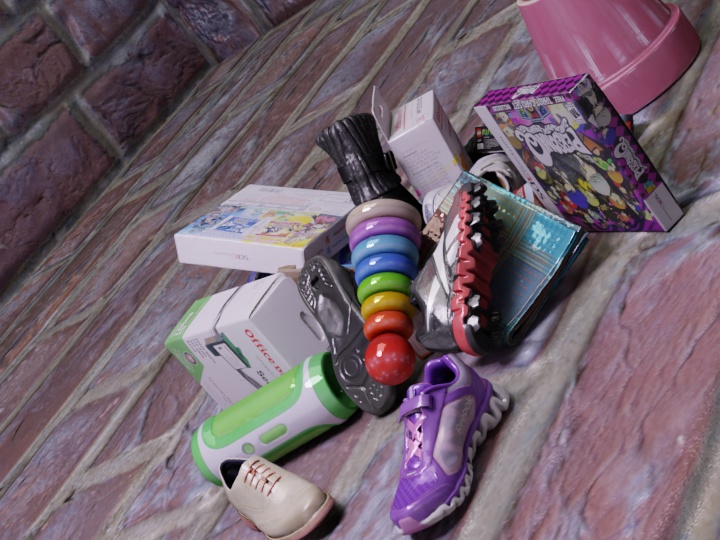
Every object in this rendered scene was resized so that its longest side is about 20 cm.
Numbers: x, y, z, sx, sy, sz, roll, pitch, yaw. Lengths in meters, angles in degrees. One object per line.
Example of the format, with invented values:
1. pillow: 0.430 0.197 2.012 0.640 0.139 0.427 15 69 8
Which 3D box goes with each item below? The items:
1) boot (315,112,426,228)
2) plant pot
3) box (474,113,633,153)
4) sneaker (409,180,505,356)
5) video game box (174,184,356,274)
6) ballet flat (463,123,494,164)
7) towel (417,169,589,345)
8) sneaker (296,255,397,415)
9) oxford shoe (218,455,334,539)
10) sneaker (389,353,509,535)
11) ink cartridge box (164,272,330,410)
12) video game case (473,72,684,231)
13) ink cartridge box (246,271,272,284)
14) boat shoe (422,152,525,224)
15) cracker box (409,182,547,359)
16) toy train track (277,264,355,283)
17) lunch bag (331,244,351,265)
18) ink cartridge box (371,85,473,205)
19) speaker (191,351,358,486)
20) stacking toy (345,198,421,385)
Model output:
1. boot: 0.020 -0.111 1.835 0.079 0.159 0.211 -31 -8 3
2. plant pot: 0.297 -0.304 1.843 0.199 0.179 0.200 -35 19 14
3. box: 0.232 -0.166 1.784 0.109 0.035 0.200 -5 4 -24
4. sneaker: 0.096 0.000 1.523 0.097 0.071 0.203 -14 57 32
5. video game box: -0.108 -0.054 1.890 0.198 0.047 0.182 7 25 30
6. ballet flat: 0.174 -0.181 1.926 0.200 0.066 0.057 -45 43 40
7. towel: 0.135 -0.017 1.566 0.199 0.022 0.147 33 86 46
8. sneaker: 0.011 0.075 1.645 0.076 0.114 0.201 -46 53 24
9. oxford shoe: -0.096 0.234 1.521 0.071 0.074 0.199 -48 19 -24
10. sneaker: 0.066 0.154 1.359 0.080 0.089 0.201 -22 26 40
11. ink cartridge box: -0.126 0.097 1.798 0.199 0.146 0.085 -18 29 51
12. video game case: 0.225 -0.118 1.536 0.036 0.182 0.199 -44 18 -17
13. ink cartridge box: -0.137 0.029 2.016 0.198 0.047 0.202 -82 17 -67
14. boat shoe: 0.156 -0.097 1.766 0.069 0.072 0.199 -8 11 40
15. cracker box: 0.131 -0.001 1.651 0.199 0.058 0.134 -35 20 19
16. toy train track: 0.000 0.000 1.756 0.197 0.116 0.033 -3 26 6
17. lunch bag: -0.027 -0.003 1.952 0.160 0.083 0.201 -30 21 19
18. ink cartridge box: 0.090 -0.147 1.843 0.067 0.201 0.115 -26 20 13
19. speaker: -0.097 0.170 1.665 0.199 0.089 0.089 -32 19 24
20. stacking toy: 0.031 0.027 1.563 0.085 0.085 0.202 -27 52 34
